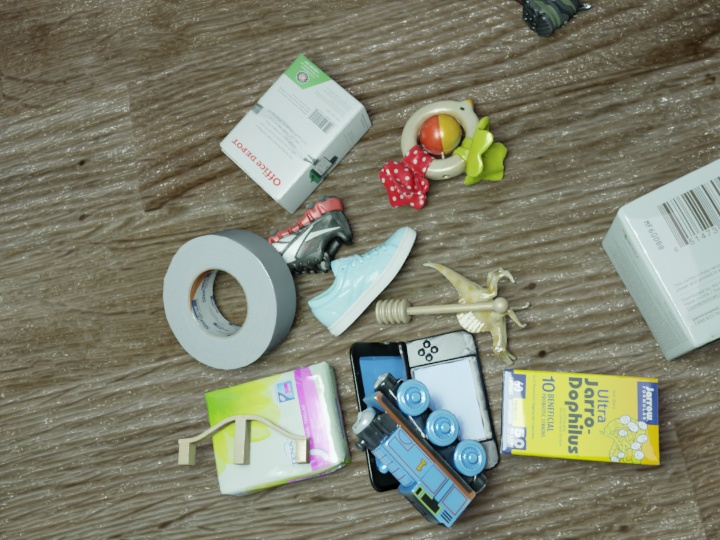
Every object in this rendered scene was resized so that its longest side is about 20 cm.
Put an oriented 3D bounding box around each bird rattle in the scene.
[{"bbox_3d":[0.122,-0.183,1.122,0.197,0.113,0.166,-14,63,21],"label":"bird rattle"}]

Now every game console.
[{"bbox_3d":[0.092,0.190,1.015,0.173,0.116,0.204,-12,76,9],"label":"game console"}]

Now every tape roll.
[{"bbox_3d":[-0.197,0.043,1.092,0.197,0.066,0.204,5,102,21],"label":"tape roll"}]

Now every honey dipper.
[{"bbox_3d":[0.117,0.056,1.054,0.197,0.038,0.039,-5,76,27],"label":"honey dipper"}]

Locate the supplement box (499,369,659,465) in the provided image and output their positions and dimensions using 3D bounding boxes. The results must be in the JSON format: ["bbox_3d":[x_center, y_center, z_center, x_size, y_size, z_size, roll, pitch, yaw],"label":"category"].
[{"bbox_3d":[0.288,0.197,0.978,0.196,0.110,0.111,1,78,11],"label":"supplement box"}]

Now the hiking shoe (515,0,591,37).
[{"bbox_3d":[0.279,-0.473,1.155,0.100,0.076,0.202,-28,83,-5],"label":"hiking shoe"}]

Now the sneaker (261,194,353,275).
[{"bbox_3d":[-0.094,-0.025,1.123,0.199,0.071,0.099,-36,71,0],"label":"sneaker"}]

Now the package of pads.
[{"bbox_3d":[-0.121,0.237,1.073,0.197,0.068,0.157,-15,74,8],"label":"package of pads"}]

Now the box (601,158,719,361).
[{"bbox_3d":[0.460,-0.016,0.958,0.197,0.171,0.203,-25,75,5],"label":"box"}]

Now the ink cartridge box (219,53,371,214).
[{"bbox_3d":[-0.103,-0.215,1.160,0.146,0.084,0.200,42,89,17],"label":"ink cartridge box"}]

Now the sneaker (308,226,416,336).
[{"bbox_3d":[0.000,0.000,1.087,0.082,0.074,0.201,41,87,-10],"label":"sneaker"}]

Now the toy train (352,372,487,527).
[{"bbox_3d":[0.075,0.230,0.942,0.200,0.087,0.114,46,70,-1],"label":"toy train"}]

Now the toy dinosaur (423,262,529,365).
[{"bbox_3d":[0.178,0.039,1.062,0.101,0.058,0.201,-37,73,3],"label":"toy dinosaur"}]

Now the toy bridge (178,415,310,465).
[{"bbox_3d":[-0.168,0.241,1.032,0.196,0.027,0.068,-3,73,12],"label":"toy bridge"}]
